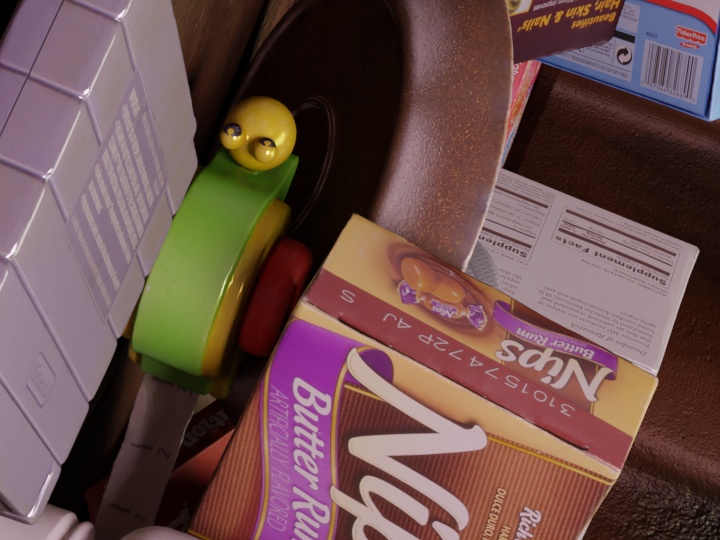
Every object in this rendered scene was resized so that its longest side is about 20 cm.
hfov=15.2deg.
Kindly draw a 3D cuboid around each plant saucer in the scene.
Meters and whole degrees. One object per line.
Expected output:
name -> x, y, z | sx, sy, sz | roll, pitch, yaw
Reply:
plant saucer -> -0.014, -0.033, 0.981 | 0.200, 0.032, 0.201 | -41, -142, 43

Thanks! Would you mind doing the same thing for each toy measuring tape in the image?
toy measuring tape -> -0.066, 0.035, 0.922 | 0.074, 0.073, 0.200 | -51, 163, -76

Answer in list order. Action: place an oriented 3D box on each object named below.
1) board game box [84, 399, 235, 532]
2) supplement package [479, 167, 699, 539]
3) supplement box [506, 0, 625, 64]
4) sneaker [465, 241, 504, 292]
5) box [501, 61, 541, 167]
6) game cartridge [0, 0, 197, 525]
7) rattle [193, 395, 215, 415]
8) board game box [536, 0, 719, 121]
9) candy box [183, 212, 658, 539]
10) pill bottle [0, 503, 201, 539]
board game box -> -0.055, 0.127, 1.095 | 0.103, 0.019, 0.200 | -35, 145, -24
supplement package -> 0.032, 0.038, 1.260 | 0.111, 0.200, 0.156 | -62, 173, -54
supplement box -> 0.065, -0.184, 1.037 | 0.110, 0.086, 0.200 | -20, 135, -48
sneaker -> 0.000, 0.000, 1.048 | 0.071, 0.073, 0.200 | -62, -152, 23
box -> 0.026, -0.068, 1.362 | 0.100, 0.095, 0.200 | -59, 171, -58
game cartridge -> -0.084, -0.007, 0.716 | 0.200, 0.038, 0.130 | 93, 16, -77
rattle -> -0.055, 0.134, 1.142 | 0.130, 0.143, 0.200 | -50, -176, 8
board game box -> 0.105, -0.179, 1.105 | 0.037, 0.151, 0.200 | -20, 124, -46
candy box -> 0.005, 0.088, 0.915 | 0.200, 0.117, 0.056 | -62, 179, 41
pill bottle -> -0.045, 0.151, 0.872 | 0.113, 0.200, 0.114 | 23, 90, -86
